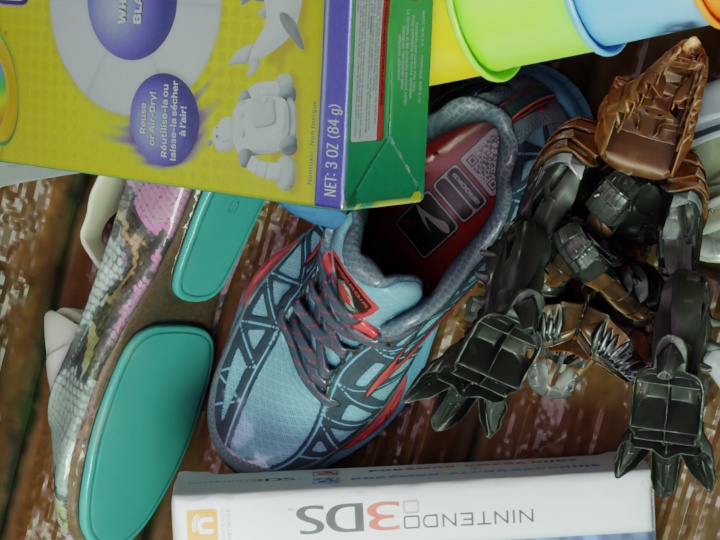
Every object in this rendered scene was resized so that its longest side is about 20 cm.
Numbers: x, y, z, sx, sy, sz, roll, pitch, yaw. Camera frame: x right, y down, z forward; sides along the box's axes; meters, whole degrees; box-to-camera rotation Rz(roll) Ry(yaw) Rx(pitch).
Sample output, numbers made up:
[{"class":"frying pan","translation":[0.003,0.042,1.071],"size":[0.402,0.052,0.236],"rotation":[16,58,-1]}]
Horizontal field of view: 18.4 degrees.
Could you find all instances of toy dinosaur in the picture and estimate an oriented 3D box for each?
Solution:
[{"class":"toy dinosaur","translation":[0.078,-0.009,0.754],"size":[0.101,0.201,0.136],"rotation":[4,55,18]}]

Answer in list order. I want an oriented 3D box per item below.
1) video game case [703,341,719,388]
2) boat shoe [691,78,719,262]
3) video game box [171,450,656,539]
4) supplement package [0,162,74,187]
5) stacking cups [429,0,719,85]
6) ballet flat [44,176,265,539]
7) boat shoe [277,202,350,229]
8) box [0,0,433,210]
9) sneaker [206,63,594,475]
[{"class":"video game case","translation":[0.248,0.061,0.764],"size":[0.181,0.023,0.201],"rotation":[-35,77,7]},{"class":"boat shoe","translation":[0.197,-0.040,0.752],"size":[0.199,0.072,0.063],"rotation":[-10,65,42]},{"class":"video game box","translation":[0.023,0.173,0.839],"size":[0.181,0.047,0.202],"rotation":[-3,95,2]},{"class":"supplement package","translation":[-0.147,-0.144,0.854],"size":[0.109,0.114,0.202],"rotation":[16,100,15]},{"class":"stacking cups","translation":[0.091,-0.099,0.691],"size":[0.199,0.060,0.061],"rotation":[-9,92,29]},{"class":"ballet flat","translation":[-0.088,0.009,0.882],"size":[0.071,0.069,0.201],"rotation":[25,99,33]},{"class":"boat shoe","translation":[-0.018,-0.109,0.815],"size":[0.068,0.084,0.201],"rotation":[-36,60,26]},{"class":"box","translation":[-0.068,-0.089,0.729],"size":[0.199,0.048,0.118],"rotation":[9,101,39]},{"class":"sneaker","translation":[0.000,0.000,0.829],"size":[0.079,0.095,0.200],"rotation":[42,106,12]}]
